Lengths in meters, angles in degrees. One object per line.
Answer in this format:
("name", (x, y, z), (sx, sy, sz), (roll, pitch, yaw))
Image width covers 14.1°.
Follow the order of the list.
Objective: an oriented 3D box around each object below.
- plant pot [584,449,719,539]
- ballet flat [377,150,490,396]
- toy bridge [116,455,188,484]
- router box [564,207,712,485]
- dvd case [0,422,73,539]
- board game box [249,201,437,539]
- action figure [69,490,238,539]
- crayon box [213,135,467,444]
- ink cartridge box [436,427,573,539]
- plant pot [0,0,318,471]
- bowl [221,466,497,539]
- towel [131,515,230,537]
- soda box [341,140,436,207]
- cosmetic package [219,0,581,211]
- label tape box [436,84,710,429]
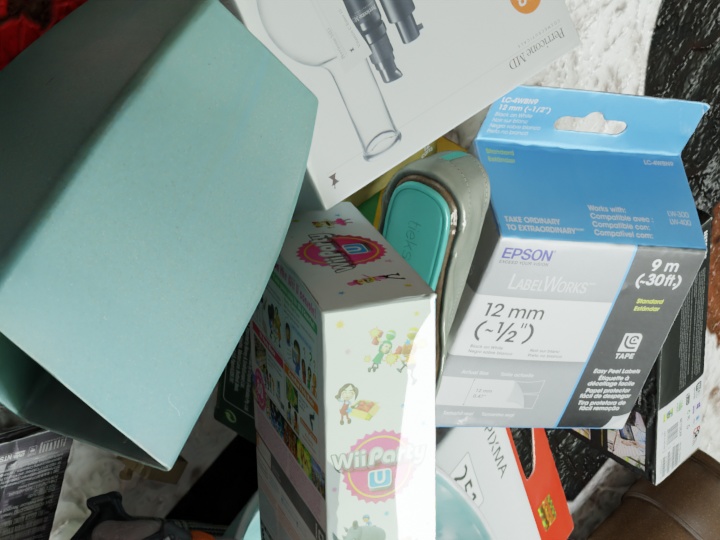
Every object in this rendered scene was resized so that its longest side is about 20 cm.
("plant pot", (0.209, 0.260, 2.086), (0.198, 0.200, 0.200), (-37, 143, -13))
("ballet flat", (0.029, 0.024, 1.603), (0.064, 0.067, 0.200), (-34, 147, -55))
("toy bridge", (-0.087, 0.032, 1.643), (0.067, 0.027, 0.200), (19, 101, -56))
("router box", (0.145, 0.020, 1.818), (0.051, 0.149, 0.200), (-37, 143, -32))
("dvd case", (-0.227, 0.178, 1.543), (0.149, 0.016, 0.200), (-15, 127, -49))
("board game box", (-0.010, 0.084, 1.504), (0.064, 0.148, 0.200), (-8, 112, -15))
("action figure", (-0.120, 0.210, 1.520), (0.193, 0.200, 0.105), (-30, 165, -21))
("crayon box", (0.000, 0.000, 1.666), (0.200, 0.052, 0.126), (-43, 153, -37))
("ink cartridge box", (0.088, 0.146, 1.814), (0.174, 0.044, 0.200), (-49, 133, -39))
("plant pot", (-0.121, -0.033, 1.417), (0.141, 0.141, 0.200), (44, 72, -34))
("bowl", (-0.019, 0.205, 1.671), (0.201, 0.105, 0.201), (13, 67, -33))
("towel", (-0.070, 0.248, 1.701), (0.192, 0.035, 0.200), (13, 70, -36))
("soda box", (-0.049, -0.055, 1.580), (0.200, 0.068, 0.064), (-35, 141, -29))
("cosmetic package", (0.011, -0.142, 1.540), (0.200, 0.052, 0.151), (-34, 112, -31))
("label tape box", (0.115, -0.004, 1.656), (0.143, 0.066, 0.200), (3, 127, -30))
